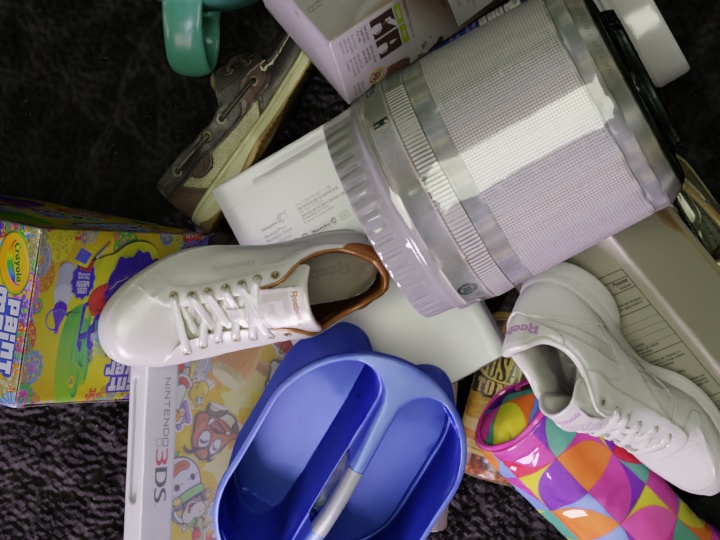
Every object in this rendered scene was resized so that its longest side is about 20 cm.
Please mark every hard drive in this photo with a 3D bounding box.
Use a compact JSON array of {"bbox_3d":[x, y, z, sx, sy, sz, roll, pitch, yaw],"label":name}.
[{"bbox_3d":[0.000,0.000,1.710,0.132,0.027,0.200,-29,85,13],"label":"hard drive"}]

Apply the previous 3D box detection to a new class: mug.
[{"bbox_3d":[-0.109,-0.248,1.743,0.152,0.114,0.185,-29,89,9],"label":"mug"}]

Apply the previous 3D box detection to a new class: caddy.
[{"bbox_3d":[-0.013,0.135,1.653,0.141,0.105,0.200,27,111,-9],"label":"caddy"}]

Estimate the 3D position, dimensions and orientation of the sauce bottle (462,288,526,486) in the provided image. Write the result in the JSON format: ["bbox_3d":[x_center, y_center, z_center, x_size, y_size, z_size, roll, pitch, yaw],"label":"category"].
[{"bbox_3d":[0.118,0.052,1.755,0.066,0.066,0.200,13,94,7],"label":"sauce bottle"}]

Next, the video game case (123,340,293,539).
[{"bbox_3d":[-0.079,0.114,1.736,0.023,0.200,0.182,7,96,48],"label":"video game case"}]

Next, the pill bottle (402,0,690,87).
[{"bbox_3d":[0.122,-0.129,1.716,0.200,0.120,0.120,-29,89,9],"label":"pill bottle"}]

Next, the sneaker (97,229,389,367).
[{"bbox_3d":[-0.076,0.017,1.634,0.200,0.085,0.073,-18,103,-11],"label":"sneaker"}]

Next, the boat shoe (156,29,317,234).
[{"bbox_3d":[-0.080,-0.124,1.768,0.065,0.073,0.200,31,95,2],"label":"boat shoe"}]

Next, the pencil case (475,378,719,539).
[{"bbox_3d":[0.169,0.154,1.713,0.088,0.088,0.200,-41,113,8],"label":"pencil case"}]

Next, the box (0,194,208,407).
[{"bbox_3d":[-0.245,0.016,1.708,0.192,0.200,0.122,12,95,29],"label":"box"}]

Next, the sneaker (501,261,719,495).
[{"bbox_3d":[0.165,0.090,1.634,0.200,0.100,0.075,45,136,-13],"label":"sneaker"}]

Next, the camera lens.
[{"bbox_3d":[0.097,-0.078,1.585,0.200,0.160,0.160,-28,89,9],"label":"camera lens"}]

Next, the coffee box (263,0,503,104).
[{"bbox_3d":[0.037,-0.223,1.697,0.200,0.080,0.113,-34,60,-8],"label":"coffee box"}]

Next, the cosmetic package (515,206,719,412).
[{"bbox_3d":[0.206,0.040,1.689,0.105,0.071,0.200,-23,114,44],"label":"cosmetic package"}]

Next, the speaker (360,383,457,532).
[{"bbox_3d":[0.031,0.086,1.762,0.081,0.081,0.200,5,94,8],"label":"speaker"}]

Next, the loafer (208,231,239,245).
[{"bbox_3d":[-0.086,0.074,1.779,0.071,0.073,0.200,5,94,9],"label":"loafer"}]

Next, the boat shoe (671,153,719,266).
[{"bbox_3d":[0.251,0.005,1.726,0.072,0.076,0.200,-39,89,7],"label":"boat shoe"}]
